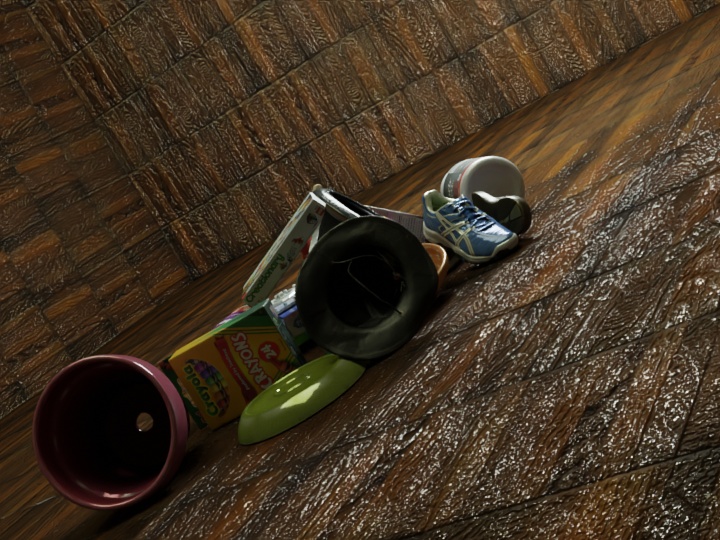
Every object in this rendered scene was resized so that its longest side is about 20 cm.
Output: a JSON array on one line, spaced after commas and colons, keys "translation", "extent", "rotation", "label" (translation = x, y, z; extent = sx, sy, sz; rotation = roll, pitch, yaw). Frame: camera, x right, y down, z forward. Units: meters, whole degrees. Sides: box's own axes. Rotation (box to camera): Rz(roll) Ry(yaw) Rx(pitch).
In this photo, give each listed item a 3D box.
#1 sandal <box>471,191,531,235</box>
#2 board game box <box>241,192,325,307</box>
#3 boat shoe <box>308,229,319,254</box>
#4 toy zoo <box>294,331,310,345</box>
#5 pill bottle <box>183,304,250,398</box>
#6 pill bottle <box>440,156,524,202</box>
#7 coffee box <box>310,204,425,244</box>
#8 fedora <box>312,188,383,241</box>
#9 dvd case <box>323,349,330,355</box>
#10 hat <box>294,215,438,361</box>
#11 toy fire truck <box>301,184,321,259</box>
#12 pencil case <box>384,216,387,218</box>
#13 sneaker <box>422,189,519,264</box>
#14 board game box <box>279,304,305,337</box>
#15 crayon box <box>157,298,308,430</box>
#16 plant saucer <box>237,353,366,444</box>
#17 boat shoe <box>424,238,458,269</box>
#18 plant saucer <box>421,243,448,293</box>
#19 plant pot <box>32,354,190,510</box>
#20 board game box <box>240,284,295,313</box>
[{"translation": [0.230, -0.092, 1.747], "extent": [0.054, 0.082, 0.200], "rotation": [-13, 4, -16], "label": "sandal"}, {"translation": [-0.124, -0.034, 1.806], "extent": [0.200, 0.035, 0.126], "rotation": [-54, 9, 4], "label": "board game box"}, {"translation": [-0.050, 0.002, 1.693], "extent": [0.066, 0.070, 0.200], "rotation": [8, 27, 0], "label": "boat shoe"}, {"translation": [-0.058, 0.078, 1.936], "extent": [0.200, 0.020, 0.131], "rotation": [-31, 8, -7], "label": "toy zoo"}, {"translation": [-0.201, 0.136, 1.757], "extent": [0.112, 0.113, 0.200], "rotation": [-26, 8, 27], "label": "pill bottle"}, {"translation": [0.211, -0.143, 1.973], "extent": [0.116, 0.116, 0.200], "rotation": [-31, 7, -6], "label": "pill bottle"}, {"translation": [0.028, -0.065, 1.896], "extent": [0.200, 0.080, 0.113], "rotation": [9, -2, -18], "label": "coffee box"}, {"translation": [-0.003, -0.040, 1.629], "extent": [0.092, 0.200, 0.201], "rotation": [-60, 4, 8], "label": "fedora"}, {"translation": [0.002, 0.076, 1.732], "extent": [0.146, 0.022, 0.200], "rotation": [-31, 7, 0], "label": "dvd case"}, {"translation": [0.005, 0.030, 1.512], "extent": [0.200, 0.201, 0.081], "rotation": [-32, -10, -11], "label": "hat"}, {"translation": [-0.063, -0.062, 2.167], "extent": [0.129, 0.200, 0.176], "rotation": [-35, 9, -29], "label": "toy fire truck"}, {"translation": [0.000, 0.000, 1.784], "extent": [0.200, 0.088, 0.088], "rotation": [-38, 10, -13], "label": "pencil case"}, {"translation": [0.159, -0.068, 1.692], "extent": [0.076, 0.077, 0.200], "rotation": [-34, 34, -28], "label": "sneaker"}, {"translation": [-0.056, 0.042, 1.925], "extent": [0.199, 0.041, 0.200], "rotation": [-32, 8, -10], "label": "board game box"}, {"translation": [-0.189, 0.146, 1.623], "extent": [0.200, 0.127, 0.051], "rotation": [-30, 8, 10], "label": "crayon box"}, {"translation": [-0.085, 0.163, 1.479], "extent": [0.200, 0.031, 0.200], "rotation": [-30, 9, 5], "label": "plant saucer"}, {"translation": [0.134, -0.040, 1.802], "extent": [0.072, 0.065, 0.200], "rotation": [-19, 14, 49], "label": "boat shoe"}, {"translation": [0.044, 0.032, 1.638], "extent": [0.200, 0.037, 0.200], "rotation": [-27, 22, 11], "label": "plant saucer"}, {"translation": [-0.317, 0.215, 1.506], "extent": [0.200, 0.200, 0.179], "rotation": [-30, -8, 5], "label": "plant pot"}, {"translation": [-0.136, 0.044, 1.963], "extent": [0.200, 0.026, 0.200], "rotation": [-31, 7, 0], "label": "board game box"}]
